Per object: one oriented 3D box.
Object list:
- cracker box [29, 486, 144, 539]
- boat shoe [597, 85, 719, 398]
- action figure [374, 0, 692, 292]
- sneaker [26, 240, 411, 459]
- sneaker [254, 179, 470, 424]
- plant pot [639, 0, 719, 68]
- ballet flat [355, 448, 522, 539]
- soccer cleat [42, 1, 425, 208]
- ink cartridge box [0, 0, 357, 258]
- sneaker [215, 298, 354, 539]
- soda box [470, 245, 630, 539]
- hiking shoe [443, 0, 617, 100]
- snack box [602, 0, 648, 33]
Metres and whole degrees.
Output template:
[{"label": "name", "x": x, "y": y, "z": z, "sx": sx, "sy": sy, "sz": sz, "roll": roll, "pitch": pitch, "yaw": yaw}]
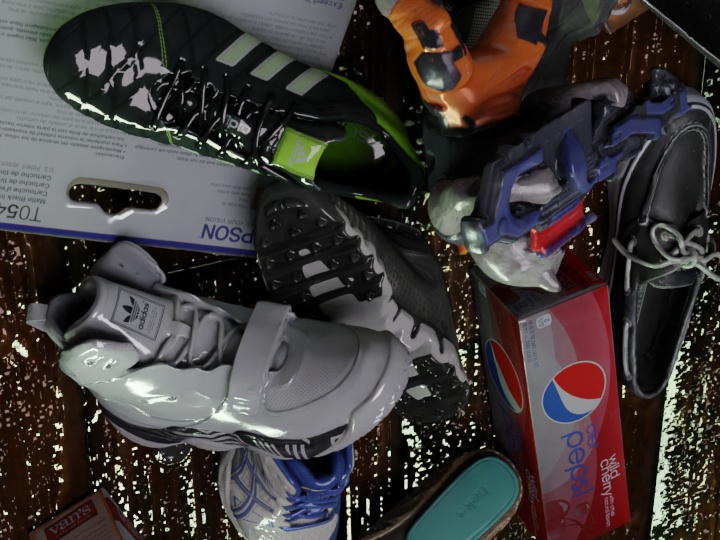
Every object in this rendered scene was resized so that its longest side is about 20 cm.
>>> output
[{"label": "cracker box", "x": -0.113, "y": 0.234, "z": 0.929, "sx": 0.058, "sy": 0.200, "sz": 0.134, "roll": -33, "pitch": 128, "yaw": -5}, {"label": "boat shoe", "x": 0.187, "y": -0.013, "z": 1.004, "sx": 0.074, "sy": 0.068, "sz": 0.199, "roll": 1, "pitch": 119, "yaw": -26}, {"label": "action figure", "x": 0.076, "y": -0.086, "z": 0.808, "sx": 0.200, "sy": 0.105, "sz": 0.194, "roll": -22, "pitch": 106, "yaw": -47}, {"label": "sneaker", "x": -0.079, "y": 0.042, "z": 0.845, "sx": 0.115, "sy": 0.200, "sz": 0.075, "roll": 46, "pitch": 49, "yaw": -44}, {"label": "sneaker", "x": 0.000, "y": 0.000, "z": 0.913, "sx": 0.066, "sy": 0.091, "sz": 0.200, "roll": -19, "pitch": 136, "yaw": 22}, {"label": "plant pot", "x": 0.294, "y": -0.186, "z": 0.847, "sx": 0.199, "sy": 0.200, "sz": 0.177, "roll": 36, "pitch": 69, "yaw": -18}, {"label": "ballet flat", "x": 0.022, "y": 0.190, "z": 1.036, "sx": 0.200, "sy": 0.065, "sz": 0.071, "roll": -35, "pitch": 88, "yaw": -17}, {"label": "soccer cleat", "x": -0.054, "y": -0.078, "z": 0.786, "sx": 0.200, "sy": 0.081, "sz": 0.068, "roll": 14, "pitch": 113, "yaw": -32}, {"label": "ink cartridge box", "x": -0.109, "y": -0.109, "z": 0.818, "sx": 0.199, "sy": 0.041, "sz": 0.200, "roll": 7, "pitch": 116, "yaw": -30}, {"label": "sneaker", "x": -0.042, "y": 0.117, "z": 0.963, "sx": 0.075, "sy": 0.088, "sz": 0.200, "roll": -19, "pitch": 127, "yaw": -16}, {"label": "soda box", "x": 0.123, "y": 0.083, "z": 1.031, "sx": 0.063, "sy": 0.070, "sz": 0.200, "roll": -22, "pitch": 126, "yaw": -14}, {"label": "hiking shoe", "x": 0.066, "y": -0.119, "z": 0.889, "sx": 0.101, "sy": 0.076, "sz": 0.200, "roll": 18, "pitch": 118, "yaw": -8}, {"label": "snack box", "x": 0.126, "y": -0.226, "z": 0.870, "sx": 0.072, "sy": 0.024, "sz": 0.200, "roll": -34, "pitch": 128, "yaw": -5}]
